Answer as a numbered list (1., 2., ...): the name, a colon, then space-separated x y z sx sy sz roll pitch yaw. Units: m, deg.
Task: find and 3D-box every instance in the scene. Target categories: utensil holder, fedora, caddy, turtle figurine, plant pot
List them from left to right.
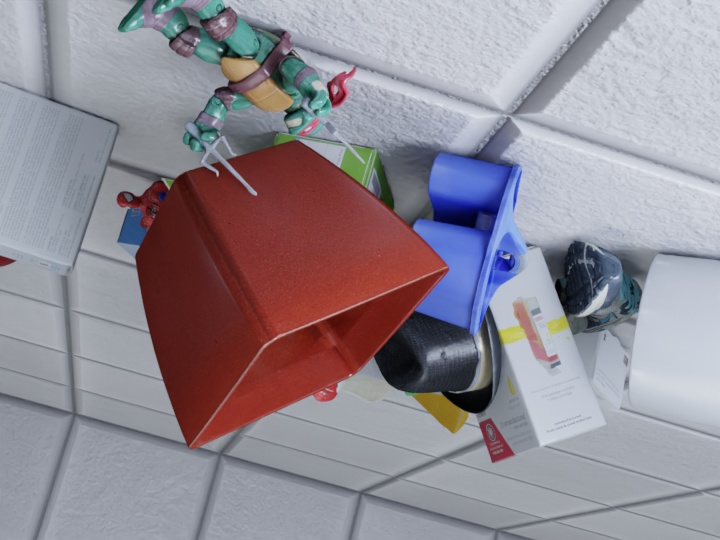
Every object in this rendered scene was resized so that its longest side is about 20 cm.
1. turtle figurine: -0.089 -0.149 0.968 0.150 0.101 0.200 -26 123 39
2. plant pot: -0.081 0.005 1.055 0.200 0.176 0.200 -21 160 -37
3. fedora: 0.066 0.071 1.294 0.091 0.201 0.201 -13 172 -22
4. caddy: 0.106 -0.023 1.132 0.105 0.142 0.200 17 163 8
5. utensil holder: 0.373 0.076 1.181 0.199 0.170 0.170 10 162 20

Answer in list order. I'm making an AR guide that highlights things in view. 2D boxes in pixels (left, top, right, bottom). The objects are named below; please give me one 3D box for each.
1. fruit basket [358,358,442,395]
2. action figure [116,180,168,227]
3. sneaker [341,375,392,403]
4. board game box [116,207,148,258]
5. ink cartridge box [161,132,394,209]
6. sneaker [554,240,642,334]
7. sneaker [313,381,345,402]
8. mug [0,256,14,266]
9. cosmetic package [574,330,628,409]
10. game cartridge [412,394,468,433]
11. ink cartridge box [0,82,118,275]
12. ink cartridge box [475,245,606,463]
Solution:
1. fruit basket: 0.038 0.067 1.495 0.200 0.094 0.186 15 133 39
2. action figure: -0.175 -0.057 1.370 0.199 0.066 0.052 15 -155 0
3. sneaker: -0.043 0.108 1.693 0.200 0.077 0.111 32 -170 -46
4. board game box: -0.169 -0.010 1.518 0.199 0.056 0.196 9 161 17
5. ink cartridge box: -0.078 -0.076 1.221 0.199 0.076 0.148 12 162 12
6. sneaker: 0.256 0.017 1.278 0.086 0.078 0.200 -2 166 -1
7. sneaker: -0.111 0.107 1.528 0.200 0.085 0.077 24 -151 20
8. mug: -0.417 -0.097 1.331 0.177 0.134 0.200 19 159 -19
9. cosmetic package: 0.226 0.115 1.550 0.200 0.081 0.113 3 157 34
10. game cartridge: 0.082 0.144 1.700 0.176 0.032 0.200 44 169 12
11. ink cartridge box: -0.359 -0.102 1.215 0.200 0.160 0.047 19 160 -13
12. ink cartridge box: 0.166 0.093 1.314 0.083 0.200 0.145 -15 169 -18
